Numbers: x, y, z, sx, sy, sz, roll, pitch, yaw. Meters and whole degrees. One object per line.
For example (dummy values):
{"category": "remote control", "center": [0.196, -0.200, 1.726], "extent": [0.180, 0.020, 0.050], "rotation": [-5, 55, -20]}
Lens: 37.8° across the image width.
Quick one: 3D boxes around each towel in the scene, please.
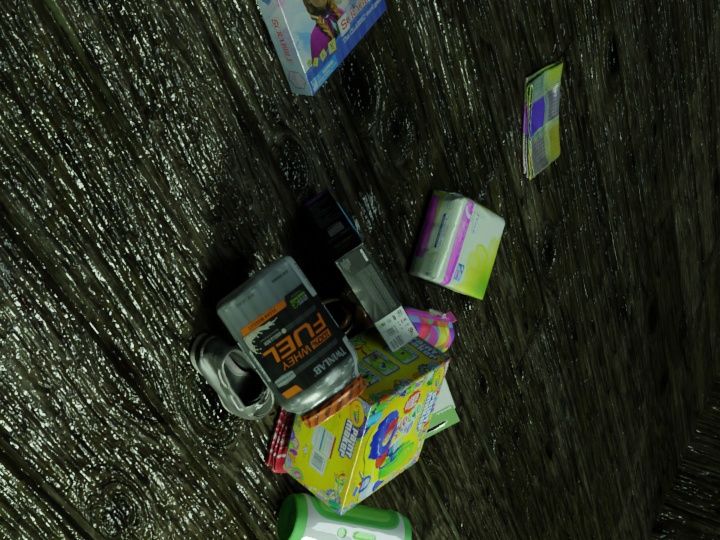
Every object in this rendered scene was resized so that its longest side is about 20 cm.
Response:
{"category": "towel", "center": [0.356, -0.292, 2.043], "extent": [0.143, 0.023, 0.203], "rotation": [-33, 129, -46]}
{"category": "towel", "center": [-0.073, 0.207, 1.588], "extent": [0.144, 0.022, 0.203], "rotation": [21, 84, -58]}

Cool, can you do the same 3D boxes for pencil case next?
{"category": "pencil case", "center": [0.080, 0.096, 1.721], "extent": [0.199, 0.087, 0.090], "rotation": [7, 97, -58]}

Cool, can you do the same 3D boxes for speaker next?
{"category": "speaker", "center": [-0.024, 0.394, 1.601], "extent": [0.197, 0.088, 0.090], "rotation": [16, 89, -24]}

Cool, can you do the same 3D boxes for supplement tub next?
{"category": "supplement tub", "center": [-0.085, 0.093, 1.352], "extent": [0.122, 0.122, 0.201], "rotation": [-37, 92, -43]}

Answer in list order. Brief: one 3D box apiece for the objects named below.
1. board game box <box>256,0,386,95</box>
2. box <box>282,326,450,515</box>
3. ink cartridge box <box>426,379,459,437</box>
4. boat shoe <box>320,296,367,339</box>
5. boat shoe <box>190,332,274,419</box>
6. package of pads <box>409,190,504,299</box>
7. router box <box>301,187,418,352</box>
{"category": "board game box", "center": [-0.053, -0.371, 1.373], "extent": [0.201, 0.041, 0.201], "rotation": [-55, 142, -29]}
{"category": "box", "center": [0.008, 0.207, 1.527], "extent": [0.192, 0.121, 0.202], "rotation": [-25, 138, -47]}
{"category": "ink cartridge box", "center": [0.096, 0.212, 1.755], "extent": [0.103, 0.060, 0.201], "rotation": [-28, 147, -2]}
{"category": "boat shoe", "center": [-0.038, 0.075, 1.519], "extent": [0.199, 0.067, 0.073], "rotation": [-1, 80, -58]}
{"category": "boat shoe", "center": [-0.158, 0.152, 1.404], "extent": [0.067, 0.056, 0.201], "rotation": [-61, 145, -20]}
{"category": "package of pads", "center": [0.170, -0.046, 1.816], "extent": [0.199, 0.067, 0.157], "rotation": [21, 86, -58]}
{"category": "router box", "center": [0.000, 0.000, 1.482], "extent": [0.051, 0.150, 0.201], "rotation": [-32, 131, 0]}
